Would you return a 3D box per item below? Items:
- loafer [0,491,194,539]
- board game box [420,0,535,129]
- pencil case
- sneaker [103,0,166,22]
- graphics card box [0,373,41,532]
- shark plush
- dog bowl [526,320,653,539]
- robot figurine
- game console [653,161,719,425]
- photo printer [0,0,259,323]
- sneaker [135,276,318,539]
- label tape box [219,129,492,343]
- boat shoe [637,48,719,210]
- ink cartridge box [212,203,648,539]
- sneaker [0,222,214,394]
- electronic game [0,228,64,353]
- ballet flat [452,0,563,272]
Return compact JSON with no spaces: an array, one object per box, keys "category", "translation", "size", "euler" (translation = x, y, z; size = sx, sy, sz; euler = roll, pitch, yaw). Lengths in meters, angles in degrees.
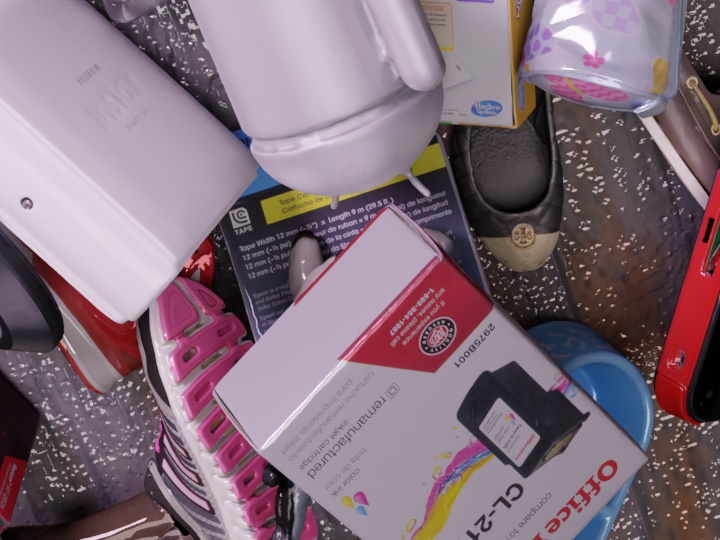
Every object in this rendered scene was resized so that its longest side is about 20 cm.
[{"category":"loafer","translation":[-0.143,0.169,1.394],"size":[0.199,0.073,0.071],"euler":[-2,109,-14]},{"category":"board game box","translation":[0.020,-0.185,1.230],"size":[0.152,0.040,0.201],"euler":[6,115,21]},{"category":"pencil case","translation":[0.151,-0.188,1.211],"size":[0.090,0.083,0.201],"euler":[14,86,3]},{"category":"sneaker","translation":[-0.160,-0.201,1.224],"size":[0.199,0.076,0.114],"euler":[5,120,0]},{"category":"graphics card box","translation":[-0.279,0.064,1.302],"size":[0.051,0.126,0.200],"euler":[-34,111,18]},{"category":"shark plush","translation":[-0.007,0.066,1.248],"size":[0.083,0.091,0.201],"euler":[19,80,-22]},{"category":"dog bowl","translation":[0.115,0.132,1.360],"size":[0.111,0.050,0.201],"euler":[26,87,-30]},{"category":"robot figurine","translation":[-0.024,-0.126,1.183],"size":[0.113,0.169,0.201],"euler":[-34,112,-33]},{"category":"game console","translation":[0.266,-0.002,1.328],"size":[0.176,0.031,0.201],"euler":[-7,121,-40]},{"category":"photo printer","translation":[-0.163,-0.080,1.215],"size":[0.200,0.166,0.069],"euler":[42,118,-4]},{"category":"sneaker","translation":[-0.099,0.100,1.315],"size":[0.087,0.074,0.201],"euler":[-7,112,41]},{"category":"label tape box","translation":[0.000,0.000,1.318],"size":[0.143,0.066,0.201],"euler":[-18,80,4]},{"category":"boat shoe","translation":[0.195,-0.099,1.299],"size":[0.059,0.072,0.200],"euler":[-37,107,11]},{"category":"ink cartridge box","translation":[0.042,0.086,1.209],"size":[0.146,0.083,0.200],"euler":[-47,121,1]},{"category":"sneaker","translation":[-0.160,-0.030,1.309],"size":[0.115,0.078,0.200],"euler":[-30,125,-1]},{"category":"electronic game","translation":[-0.246,-0.025,1.239],"size":[0.042,0.200,0.200],"euler":[-49,111,-19]},{"category":"ballet flat","translation":[0.087,-0.089,1.300],"size":[0.066,0.057,0.201],"euler":[-9,114,-2]}]
